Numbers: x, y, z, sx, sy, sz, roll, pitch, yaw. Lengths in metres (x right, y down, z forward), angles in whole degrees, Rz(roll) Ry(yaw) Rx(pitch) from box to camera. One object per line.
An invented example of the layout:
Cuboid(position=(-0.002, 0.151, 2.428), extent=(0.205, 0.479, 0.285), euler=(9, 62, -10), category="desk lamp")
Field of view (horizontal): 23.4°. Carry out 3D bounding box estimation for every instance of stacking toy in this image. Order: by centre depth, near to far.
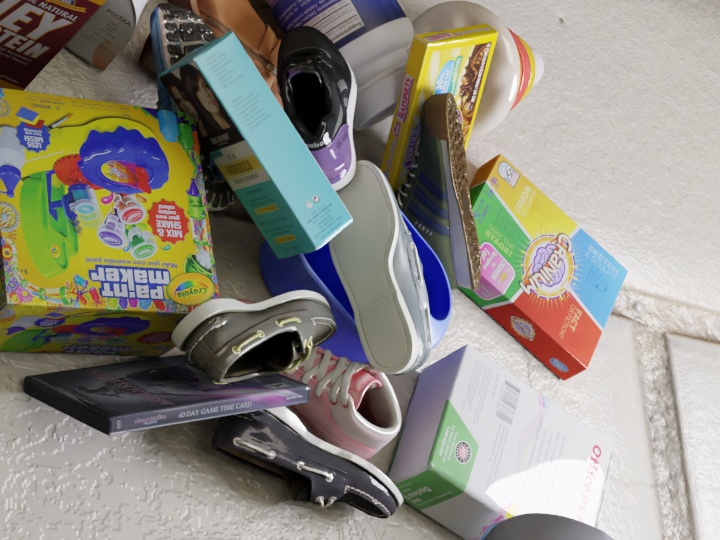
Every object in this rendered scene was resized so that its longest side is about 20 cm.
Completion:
Cuboid(position=(0.140, -0.216, 1.887), extent=(0.200, 0.146, 0.147), euler=(-11, 75, -60), category="stacking toy")

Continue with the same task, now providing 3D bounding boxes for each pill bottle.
Cuboid(position=(-0.015, -0.250, 1.764), extent=(0.119, 0.120, 0.201), euler=(-28, 87, -42), category="pill bottle")

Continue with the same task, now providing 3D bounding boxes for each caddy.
Cuboid(position=(0.000, 0.000, 1.665), extent=(0.200, 0.105, 0.141), euler=(50, 48, -6), category="caddy")

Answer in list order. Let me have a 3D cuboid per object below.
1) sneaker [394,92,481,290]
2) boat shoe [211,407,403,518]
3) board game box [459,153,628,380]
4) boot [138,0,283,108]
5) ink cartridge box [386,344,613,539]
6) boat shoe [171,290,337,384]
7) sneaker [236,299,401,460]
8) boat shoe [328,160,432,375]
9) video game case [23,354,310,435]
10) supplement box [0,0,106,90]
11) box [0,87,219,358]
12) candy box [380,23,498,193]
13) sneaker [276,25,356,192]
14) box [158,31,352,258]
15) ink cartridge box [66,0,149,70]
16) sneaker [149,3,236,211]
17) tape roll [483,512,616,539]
Cuboid(position=(0.061, -0.072, 1.721), extent=(0.067, 0.089, 0.201), euler=(-52, 135, -65), category="sneaker")
Cuboid(position=(-0.048, 0.180, 1.566), extent=(0.200, 0.074, 0.061), euler=(37, 61, -26), category="boat shoe")
Cuboid(position=(0.182, -0.004, 1.848), extent=(0.200, 0.040, 0.153), euler=(41, 51, -14), category="board game box")
Cuboid(position=(-0.115, -0.244, 1.710), extent=(0.155, 0.077, 0.201), euler=(28, 59, -18), category="boot")
Cuboid(position=(0.138, 0.190, 1.692), extent=(0.200, 0.087, 0.146), euler=(33, 53, -18), category="ink cartridge box")
Cuboid(position=(-0.080, 0.061, 1.495), extent=(0.060, 0.072, 0.201), euler=(50, 26, 21), category="boat shoe")
Cuboid(position=(-0.041, 0.091, 1.594), extent=(0.200, 0.105, 0.075), euler=(48, 51, -7), category="sneaker")
Cuboid(position=(0.022, -0.001, 1.599), extent=(0.062, 0.073, 0.201), euler=(10, 65, -59), category="boat shoe")
Cuboid(position=(-0.164, 0.101, 1.479), extent=(0.199, 0.143, 0.019), euler=(-5, 104, -39), category="video game case")
Cuboid(position=(-0.301, -0.300, 1.522), extent=(0.132, 0.197, 0.201), euler=(23, 56, -27), category="supplement box")
Cuboid(position=(-0.244, -0.036, 1.490), extent=(0.199, 0.122, 0.194), euler=(4, 68, -36), category="box")
Cuboid(position=(0.073, -0.148, 1.749), extent=(0.102, 0.201, 0.026), euler=(-14, 40, -38), category="candy box")
Cuboid(position=(-0.042, -0.172, 1.610), extent=(0.075, 0.088, 0.201), euler=(-13, 50, 1), category="sneaker")
Cuboid(position=(-0.093, -0.109, 1.543), extent=(0.049, 0.082, 0.200), euler=(-39, 103, -26), category="box")
Cuboid(position=(-0.187, -0.296, 1.603), extent=(0.050, 0.200, 0.163), euler=(34, 53, -20), category="ink cartridge box")
Cuboid(position=(-0.176, -0.148, 1.610), extent=(0.078, 0.090, 0.201), euler=(1, 79, -54), category="sneaker")
Cuboid(position=(0.186, 0.317, 1.591), extent=(0.200, 0.200, 0.066), euler=(47, 49, -9), category="tape roll")
